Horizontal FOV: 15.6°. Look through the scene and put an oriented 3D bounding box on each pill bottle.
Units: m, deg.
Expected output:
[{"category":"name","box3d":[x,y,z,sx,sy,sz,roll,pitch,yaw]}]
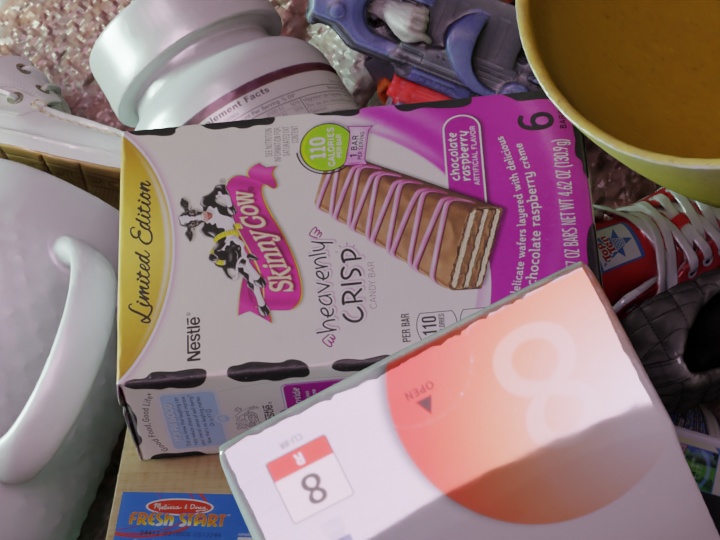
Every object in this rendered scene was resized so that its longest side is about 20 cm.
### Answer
[{"category":"pill bottle","box3d":[-0.041,-0.039,1.237,0.109,0.110,0.200,-34,74,5]}]

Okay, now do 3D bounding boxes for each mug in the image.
[{"category":"mug","box3d":[-0.166,0.043,1.224,0.200,0.147,0.176,-2,63,64]}]

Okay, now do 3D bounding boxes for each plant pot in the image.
[{"category":"plant pot","box3d":[0.183,-0.101,1.107,0.199,0.142,0.201,-12,60,22]}]

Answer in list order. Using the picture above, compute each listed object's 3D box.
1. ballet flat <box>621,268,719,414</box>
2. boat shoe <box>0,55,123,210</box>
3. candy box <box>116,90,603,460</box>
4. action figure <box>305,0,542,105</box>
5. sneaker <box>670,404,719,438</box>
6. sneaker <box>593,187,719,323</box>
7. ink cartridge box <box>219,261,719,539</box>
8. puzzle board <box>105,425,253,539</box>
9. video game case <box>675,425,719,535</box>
[{"category":"ballet flat","box3d":[0.190,0.014,1.146,0.200,0.057,0.067,-28,104,-30]},{"category":"boat shoe","box3d":[-0.179,-0.078,1.323,0.199,0.071,0.069,13,66,13]},{"category":"candy box","box3d":[0.000,0.000,1.101,0.199,0.061,0.137,-6,53,3]},{"category":"action figure","box3d":[0.080,-0.122,1.264,0.200,0.105,0.194,29,90,-7]},{"category":"sneaker","box3d":[0.062,0.089,1.184,0.199,0.085,0.077,-22,52,8]},{"category":"sneaker","box3d":[0.142,-0.019,1.182,0.200,0.112,0.071,-42,63,2]},{"category":"ink cartridge box","box3d":[0.059,0.121,0.996,0.162,0.050,0.200,-27,76,-1]},{"category":"puzzle board","box3d":[0.000,0.075,1.092,0.199,0.017,0.151,0,50,9]},{"category":"video game case","box3d":[0.124,0.142,1.072,0.199,0.022,0.183,16,52,3]}]
